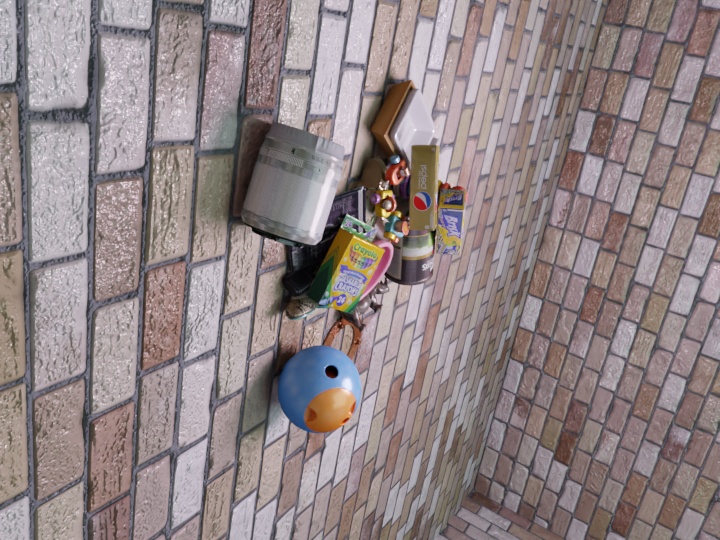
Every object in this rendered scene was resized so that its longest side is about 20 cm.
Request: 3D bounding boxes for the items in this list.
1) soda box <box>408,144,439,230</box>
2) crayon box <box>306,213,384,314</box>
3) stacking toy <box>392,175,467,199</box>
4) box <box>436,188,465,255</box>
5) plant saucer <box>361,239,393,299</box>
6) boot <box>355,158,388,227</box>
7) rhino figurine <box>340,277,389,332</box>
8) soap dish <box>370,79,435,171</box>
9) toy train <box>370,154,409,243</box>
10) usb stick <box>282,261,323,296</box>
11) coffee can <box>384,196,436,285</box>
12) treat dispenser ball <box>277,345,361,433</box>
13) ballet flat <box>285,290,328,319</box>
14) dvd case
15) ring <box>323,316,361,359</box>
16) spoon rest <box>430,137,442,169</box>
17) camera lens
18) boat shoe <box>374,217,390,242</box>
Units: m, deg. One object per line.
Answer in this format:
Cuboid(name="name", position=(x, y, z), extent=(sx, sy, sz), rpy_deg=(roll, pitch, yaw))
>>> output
Cuboid(name="soda box", position=(0.155, -0.201, 1.537), extent=(0.068, 0.063, 0.204), rpy_deg=(-35, 126, -74))
Cuboid(name="crayon box", position=(-0.025, -0.011, 1.427), extent=(0.125, 0.051, 0.202), rpy_deg=(21, 98, -50))
Cuboid(name="stacking toy", position=(0.189, -0.214, 1.676), extent=(0.086, 0.198, 0.086), rpy_deg=(-52, 152, -42))
Cuboid(name="box", position=(0.234, -0.123, 1.647), extent=(0.201, 0.069, 0.065), rpy_deg=(82, 16, -56))
Cuboid(name="plant saucer", position=(0.000, 0.000, 1.587), extent=(0.200, 0.051, 0.201), rpy_deg=(-43, 158, -22))
Cuboid(name="boot", position=(-0.010, -0.170, 1.490), extent=(0.154, 0.071, 0.203), rpy_deg=(-3, 111, -59))
Cuboid(name="rhino figurine", position=(0.019, 0.077, 1.703), extent=(0.200, 0.087, 0.060), rpy_deg=(-48, 180, -38))
Cuboid(name="soap dish", position=(0.107, -0.349, 1.566), extent=(0.159, 0.080, 0.200), rpy_deg=(-64, 152, -11))
Cuboid(name="toy train", position=(0.096, -0.164, 1.525), extent=(0.150, 0.055, 0.202), rpy_deg=(-44, 131, -35))
Cuboid(name="usb stick", position=(-0.102, -0.003, 1.451), extent=(0.200, 0.055, 0.033), rpy_deg=(-39, 172, -46))
Cuboid(name="coffee can", position=(0.134, -0.083, 1.732), extent=(0.146, 0.145, 0.202), rpy_deg=(-40, 141, -44))
Cuboid(name="treat dispenser ball", position=(-0.096, 0.280, 1.495), extent=(0.201, 0.199, 0.203), rpy_deg=(-41, 142, -43))
Cuboid(name="ballet flat", position=(-0.118, 0.062, 1.468), extent=(0.199, 0.067, 0.077), rpy_deg=(-13, 99, -65))
Cuboid(name="dvd case", position=(-0.073, -0.092, 1.399), extent=(0.198, 0.016, 0.150), rpy_deg=(-21, 130, -25))
Cuboid(name="ring", position=(-0.048, 0.212, 1.738), extent=(0.200, 0.019, 0.203), rpy_deg=(-43, 143, -43))
Cuboid(name="spoon rest", position=(0.194, -0.321, 1.793), extent=(0.100, 0.060, 0.200), rpy_deg=(-62, 166, -11))
Cuboid(name="camera lens", position=(-0.126, -0.154, 1.181), extent=(0.159, 0.158, 0.203), rpy_deg=(8, 102, -62))
Cuboid(name="boat shoe", position=(0.050, -0.091, 1.647), extent=(0.075, 0.074, 0.204), rpy_deg=(-50, 147, -33))
